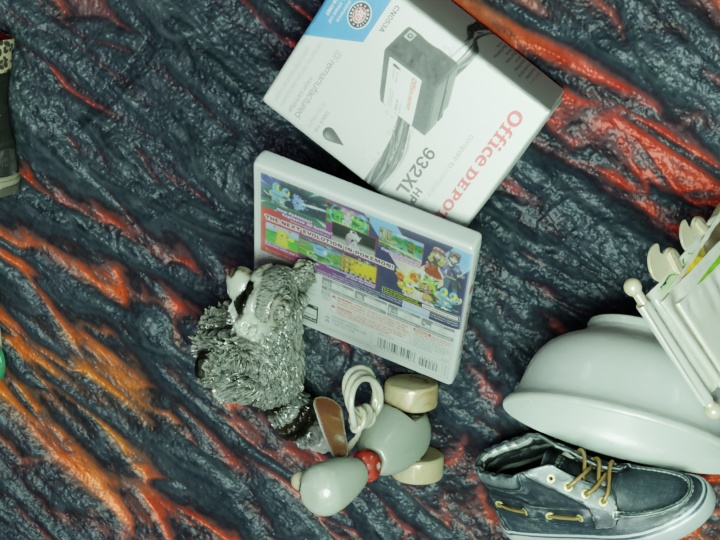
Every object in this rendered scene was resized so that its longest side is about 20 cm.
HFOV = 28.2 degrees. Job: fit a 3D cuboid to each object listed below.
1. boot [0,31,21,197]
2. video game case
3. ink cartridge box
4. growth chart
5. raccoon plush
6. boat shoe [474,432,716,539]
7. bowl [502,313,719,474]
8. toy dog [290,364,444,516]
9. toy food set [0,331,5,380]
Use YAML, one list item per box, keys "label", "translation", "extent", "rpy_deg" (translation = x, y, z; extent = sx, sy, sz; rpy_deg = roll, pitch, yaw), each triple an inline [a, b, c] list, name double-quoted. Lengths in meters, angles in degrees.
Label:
- label: "boot"
  translation: [-0.403, -0.154, 1.311]
  extent: [0.197, 0.073, 0.153]
  rpy_deg: [12, 112, 9]
- label: "video game case"
  translation: [0.000, 0.000, 1.217]
  extent: [0.198, 0.023, 0.183]
  rpy_deg: [22, 141, 14]
- label: "ink cartridge box"
  translation: [0.044, -0.142, 1.173]
  extent: [0.199, 0.084, 0.146]
  rpy_deg: [38, 114, 2]
- label: "growth chart"
  translation: [0.291, 0.018, 1.109]
  extent: [0.018, 0.199, 0.146]
  rpy_deg: [-23, 97, 56]
- label: "raccoon plush"
  translation: [-0.052, 0.068, 1.259]
  extent: [0.199, 0.098, 0.133]
  rpy_deg: [34, 136, -31]
- label: "boat shoe"
  translation: [0.194, 0.185, 1.220]
  extent: [0.198, 0.071, 0.091]
  rpy_deg: [-12, 126, 30]
- label: "bowl"
  translation: [0.221, 0.093, 1.165]
  extent: [0.198, 0.201, 0.092]
  rpy_deg: [13, 77, 12]
- label: "toy dog"
  translation: [-0.004, 0.149, 1.245]
  extent: [0.095, 0.199, 0.134]
  rpy_deg: [5, 85, 32]
- label: "toy food set"
  translation: [-0.437, 0.063, 1.406]
  extent: [0.197, 0.049, 0.201]
  rpy_deg: [3, 109, 15]
